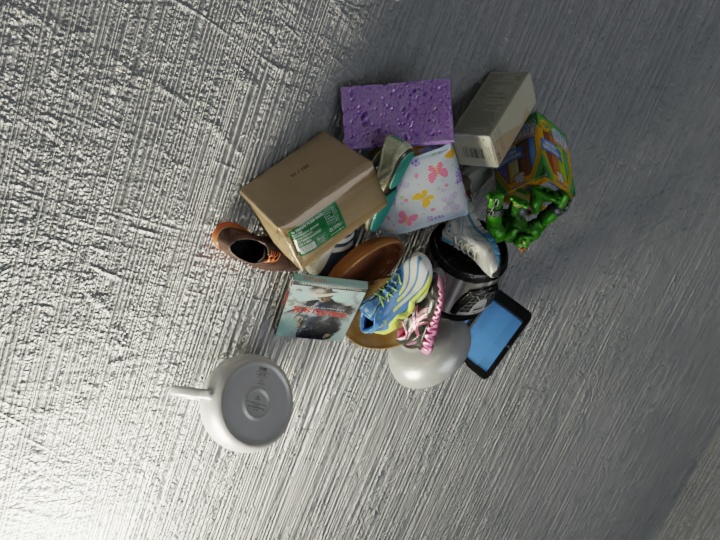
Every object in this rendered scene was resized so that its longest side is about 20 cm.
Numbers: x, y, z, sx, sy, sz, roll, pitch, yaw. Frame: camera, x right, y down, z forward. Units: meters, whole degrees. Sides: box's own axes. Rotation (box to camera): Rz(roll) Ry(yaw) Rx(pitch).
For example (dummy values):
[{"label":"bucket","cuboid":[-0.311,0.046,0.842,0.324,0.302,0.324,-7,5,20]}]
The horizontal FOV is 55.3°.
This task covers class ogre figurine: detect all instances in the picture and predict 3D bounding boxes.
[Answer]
[{"label":"ogre figurine","cuboid":[0.324,-0.108,1.378,0.199,0.098,0.121,-22,143,-40]}]

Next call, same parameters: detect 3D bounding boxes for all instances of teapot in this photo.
[{"label":"teapot","cuboid":[-0.240,0.257,1.338,0.197,0.145,0.202,-37,107,-39]}]

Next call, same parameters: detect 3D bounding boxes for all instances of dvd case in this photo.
[{"label":"dvd case","cuboid":[-0.080,0.076,1.330,0.144,0.022,0.201,7,142,-15]}]

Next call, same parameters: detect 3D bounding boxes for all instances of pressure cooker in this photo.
[{"label":"pressure cooker","cuboid":[0.212,0.007,1.470,0.179,0.174,0.201,-57,170,-39]}]

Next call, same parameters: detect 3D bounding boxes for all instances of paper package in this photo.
[{"label":"paper package","cuboid":[-0.081,-0.128,1.198,0.199,0.190,0.104,-36,129,-11]}]

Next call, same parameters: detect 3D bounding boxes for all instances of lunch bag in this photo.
[{"label":"lunch bag","cuboid":[0.093,-0.177,1.335,0.198,0.128,0.171,-18,127,8]}]

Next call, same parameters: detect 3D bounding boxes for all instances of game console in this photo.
[{"label":"game console","cuboid":[0.278,0.128,1.633,0.170,0.118,0.201,33,93,-41]}]

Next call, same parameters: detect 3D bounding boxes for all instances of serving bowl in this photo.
[{"label":"serving bowl","cuboid":[0.140,0.156,1.502,0.200,0.200,0.066,-42,125,-7]}]

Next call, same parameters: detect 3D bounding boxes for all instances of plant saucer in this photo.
[{"label":"plant saucer","cuboid":[0.053,0.081,1.429,0.197,0.036,0.202,-7,129,-9]},{"label":"plant saucer","cuboid":[0.000,0.000,1.375,0.199,0.038,0.201,-36,161,-14]}]

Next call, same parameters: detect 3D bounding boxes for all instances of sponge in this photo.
[{"label":"sponge","cuboid":[0.067,-0.278,1.230,0.197,0.030,0.113,-3,92,8]}]

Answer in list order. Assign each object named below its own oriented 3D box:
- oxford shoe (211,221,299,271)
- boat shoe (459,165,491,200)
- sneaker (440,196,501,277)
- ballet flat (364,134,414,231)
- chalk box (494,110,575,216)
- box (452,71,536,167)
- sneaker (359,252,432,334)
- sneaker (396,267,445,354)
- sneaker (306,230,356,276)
[{"label":"oxford shoe","cuboid":[-0.176,-0.028,1.265,0.198,0.072,0.072,15,105,-39]},{"label":"boat shoe","cuboid":[0.207,-0.164,1.457,0.199,0.068,0.075,-34,129,-15]},{"label":"sneaker","cuboid":[0.207,-0.058,1.354,0.086,0.201,0.075,-17,143,-13]},{"label":"ballet flat","cuboid":[0.040,-0.160,1.250,0.067,0.062,0.201,-33,156,-46]},{"label":"chalk box","cuboid":[0.363,-0.243,1.460,0.124,0.123,0.203,20,60,-40]},{"label":"box","cuboid":[0.265,-0.303,1.362,0.201,0.094,0.078,-55,137,-27]},{"label":"sneaker","cuboid":[0.062,0.055,1.315,0.104,0.076,0.201,-16,142,-48]},{"label":"sneaker","cuboid":[0.117,0.078,1.380,0.094,0.079,0.202,14,122,7]},{"label":"sneaker","cuboid":[-0.031,-0.074,1.341,0.084,0.075,0.201,17,116,-39]}]
